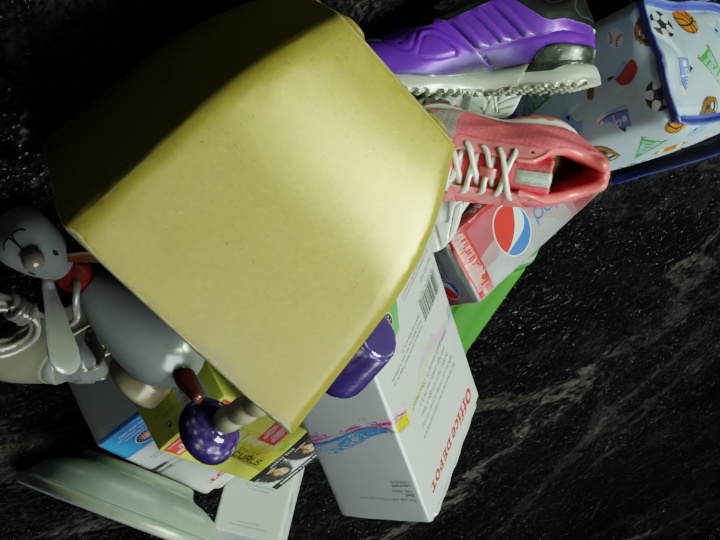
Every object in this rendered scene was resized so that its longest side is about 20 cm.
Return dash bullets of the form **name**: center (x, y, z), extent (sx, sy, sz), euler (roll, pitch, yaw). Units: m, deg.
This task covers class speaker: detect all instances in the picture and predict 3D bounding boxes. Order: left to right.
- **speaker**: center (0.100, 0.016, 1.301), extent (0.088, 0.089, 0.201), euler (-9, 143, -40)

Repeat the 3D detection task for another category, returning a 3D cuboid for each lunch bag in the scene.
- **lunch bag**: center (0.244, -0.145, 1.119), extent (0.199, 0.125, 0.169), euler (-11, 175, -45)

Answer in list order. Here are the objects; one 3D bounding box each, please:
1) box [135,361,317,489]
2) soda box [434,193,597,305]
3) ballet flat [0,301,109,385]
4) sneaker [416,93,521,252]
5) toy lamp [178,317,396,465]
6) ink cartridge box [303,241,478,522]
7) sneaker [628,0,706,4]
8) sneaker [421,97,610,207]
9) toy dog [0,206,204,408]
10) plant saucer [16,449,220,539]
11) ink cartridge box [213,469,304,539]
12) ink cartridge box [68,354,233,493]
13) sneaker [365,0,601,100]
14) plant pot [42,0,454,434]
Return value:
- **box**: center (-0.100, 0.128, 1.111), extent (0.075, 0.050, 0.200), euler (-39, 150, 8)
- **soda box**: center (0.127, -0.048, 1.167), extent (0.200, 0.064, 0.070), euler (-39, -162, -34)
- **ballet flat**: center (-0.198, 0.048, 1.044), extent (0.199, 0.070, 0.070), euler (-30, 152, -9)
- **sneaker**: center (0.076, -0.114, 1.092), extent (0.130, 0.079, 0.201), euler (-96, -159, -83)
- **toy lamp**: center (-0.052, 0.081, 0.925), extent (0.058, 0.059, 0.199), euler (-2, 156, -46)
- **ink cartridge box**: center (0.014, 0.072, 1.027), extent (0.145, 0.083, 0.201), euler (-62, 142, -46)
- **sneaker**: center (0.303, -0.277, 1.089), extent (0.199, 0.078, 0.082), euler (-30, 157, 12)
- **sneaker**: center (0.099, -0.082, 0.980), extent (0.198, 0.087, 0.075), euler (-4, 110, -28)
- **toy dog**: center (-0.174, 0.039, 0.952), extent (0.198, 0.096, 0.133), euler (15, 110, -32)
- **plant saucer**: center (-0.207, 0.202, 1.193), extent (0.051, 0.198, 0.200), euler (-69, 155, -14)
- **ink cartridge box**: center (-0.091, 0.196, 1.323), extent (0.066, 0.202, 0.116), euler (12, 145, 2)
- **ink cartridge box**: center (-0.141, 0.105, 1.174), extent (0.145, 0.085, 0.200), euler (-37, 152, 4)
- **sneaker**: center (0.078, -0.181, 0.989), extent (0.197, 0.101, 0.070), euler (-2, -177, -6)
- **plant pot**: center (-0.057, -0.061, 0.842), extent (0.200, 0.194, 0.196), euler (-44, 115, 1)
